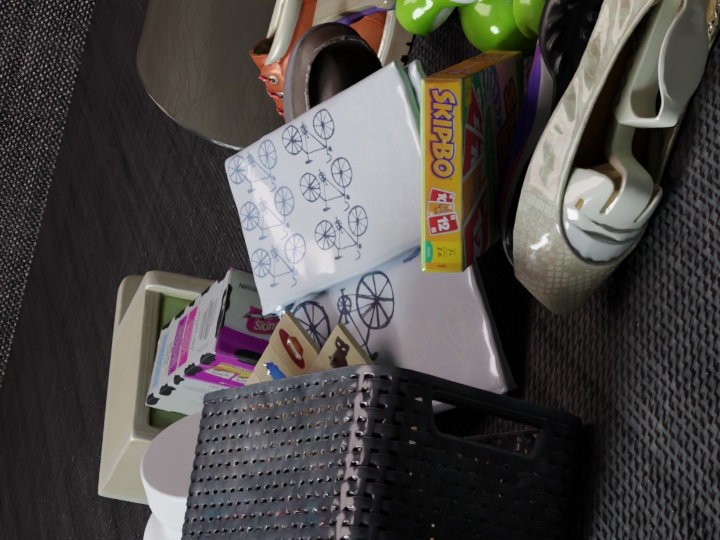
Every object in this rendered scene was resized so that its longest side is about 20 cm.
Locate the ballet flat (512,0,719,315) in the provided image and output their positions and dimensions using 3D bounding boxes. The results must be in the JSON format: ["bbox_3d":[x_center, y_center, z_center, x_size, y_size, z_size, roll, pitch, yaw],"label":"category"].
[{"bbox_3d":[0.125,-0.065,1.042,0.062,0.067,0.201,44,122,60],"label":"ballet flat"}]

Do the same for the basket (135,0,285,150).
[{"bbox_3d":[-0.088,-0.215,1.636,0.136,0.180,0.201,-40,-26,-34],"label":"basket"}]

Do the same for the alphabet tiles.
[{"bbox_3d":[-0.016,0.123,1.310,0.167,0.006,0.200,52,143,17],"label":"alphabet tiles"}]

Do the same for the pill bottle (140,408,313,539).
[{"bbox_3d":[-0.064,0.183,1.284,0.112,0.111,0.201,-104,0,-58],"label":"pill bottle"}]

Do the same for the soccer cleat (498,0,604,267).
[{"bbox_3d":[0.111,-0.096,1.111,0.073,0.068,0.201,-112,34,-71],"label":"soccer cleat"}]

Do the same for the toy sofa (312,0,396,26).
[{"bbox_3d":[0.036,-0.202,1.421,0.200,0.082,0.098,178,101,-74],"label":"toy sofa"}]

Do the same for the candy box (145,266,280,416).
[{"bbox_3d":[-0.054,0.062,1.441,0.200,0.136,0.061,145,139,-67],"label":"candy box"}]

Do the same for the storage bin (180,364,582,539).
[{"bbox_3d":[0.007,0.116,1.124,0.200,0.135,0.094,-16,62,57],"label":"storage bin"}]

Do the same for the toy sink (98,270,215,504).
[{"bbox_3d":[-0.121,0.075,1.685,0.112,0.130,0.201,123,155,-53],"label":"toy sink"}]

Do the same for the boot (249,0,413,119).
[{"bbox_3d":[-0.037,-0.125,1.582,0.075,0.107,0.201,-113,36,-61],"label":"boot"}]

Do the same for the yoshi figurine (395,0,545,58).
[{"bbox_3d":[0.102,-0.188,1.207,0.200,0.112,0.112,-42,75,44],"label":"yoshi figurine"}]

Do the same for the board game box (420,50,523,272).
[{"bbox_3d":[0.062,-0.062,1.146,0.200,0.030,0.096,-42,-47,-75],"label":"board game box"}]

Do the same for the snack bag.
[{"bbox_3d":[0.000,0.000,1.265,0.188,0.021,0.201,-23,81,49],"label":"snack bag"}]

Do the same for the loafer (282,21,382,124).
[{"bbox_3d":[0.005,-0.063,1.407,0.071,0.073,0.201,5,109,63],"label":"loafer"}]
